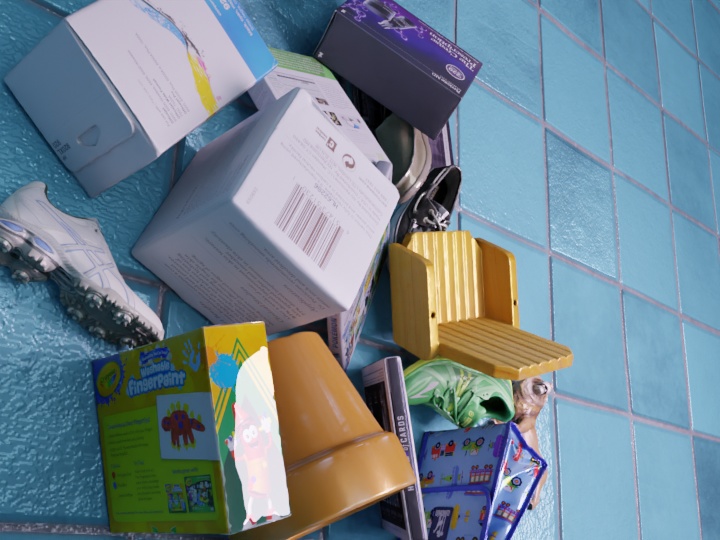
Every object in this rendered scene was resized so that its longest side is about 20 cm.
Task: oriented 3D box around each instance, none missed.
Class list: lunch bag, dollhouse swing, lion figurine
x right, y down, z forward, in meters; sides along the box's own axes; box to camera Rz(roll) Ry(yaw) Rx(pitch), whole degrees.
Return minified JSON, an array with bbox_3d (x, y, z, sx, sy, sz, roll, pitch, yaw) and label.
[{"bbox_3d":[0.127,0.302,1.016,0.094,0.149,0.201,48,49,-22],"label":"lunch bag"},{"bbox_3d":[0.168,0.037,1.063,0.198,0.174,0.185,-4,92,-44],"label":"dollhouse swing"},{"bbox_3d":[0.248,0.262,1.221,0.122,0.072,0.204,-13,101,-54],"label":"lion figurine"}]

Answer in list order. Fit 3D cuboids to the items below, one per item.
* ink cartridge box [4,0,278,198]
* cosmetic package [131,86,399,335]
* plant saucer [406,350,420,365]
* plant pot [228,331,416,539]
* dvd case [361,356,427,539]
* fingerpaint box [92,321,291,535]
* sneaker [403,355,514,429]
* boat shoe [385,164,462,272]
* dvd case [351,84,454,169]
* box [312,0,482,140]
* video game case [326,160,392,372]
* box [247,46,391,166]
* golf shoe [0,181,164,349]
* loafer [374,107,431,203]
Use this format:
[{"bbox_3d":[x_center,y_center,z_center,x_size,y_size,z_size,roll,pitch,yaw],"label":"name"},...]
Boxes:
[{"bbox_3d":[-0.219,-0.200,0.826,0.146,0.146,0.200,55,46,-17],"label":"ink cartridge box"},{"bbox_3d":[-0.100,-0.050,0.861,0.167,0.198,0.168,44,51,-26],"label":"cosmetic package"},{"bbox_3d":[0.136,0.082,1.170,0.198,0.027,0.204,10,76,-42],"label":"plant saucer"},{"bbox_3d":[-0.066,0.174,0.849,0.198,0.200,0.186,-7,67,-45],"label":"plant pot"},{"bbox_3d":[0.037,0.210,0.966,0.024,0.150,0.204,-5,80,-11],"label":"dvd case"},{"bbox_3d":[-0.159,0.147,0.742,0.073,0.198,0.170,-1,78,-45],"label":"fingerpaint box"},{"bbox_3d":[0.128,0.165,1.080,0.197,0.075,0.084,6,43,-26],"label":"sneaker"},{"bbox_3d":[0.092,-0.075,1.156,0.071,0.063,0.202,42,54,-29],"label":"boat shoe"},{"bbox_3d":[0.064,-0.229,1.212,0.198,0.016,0.151,6,74,-43],"label":"dvd case"},{"bbox_3d":[0.054,-0.286,1.103,0.199,0.079,0.142,34,40,-2],"label":"box"},{"bbox_3d":[0.000,0.000,0.991,0.183,0.022,0.202,89,17,-55],"label":"video game case"},{"bbox_3d":[-0.062,-0.195,1.001,0.143,0.036,0.202,1,51,-45],"label":"box"},{"bbox_3d":[-0.259,-0.006,0.783,0.200,0.078,0.098,44,45,-28],"label":"golf shoe"},{"bbox_3d":[0.054,-0.180,1.129,0.068,0.076,0.202,25,48,-24],"label":"loafer"}]
